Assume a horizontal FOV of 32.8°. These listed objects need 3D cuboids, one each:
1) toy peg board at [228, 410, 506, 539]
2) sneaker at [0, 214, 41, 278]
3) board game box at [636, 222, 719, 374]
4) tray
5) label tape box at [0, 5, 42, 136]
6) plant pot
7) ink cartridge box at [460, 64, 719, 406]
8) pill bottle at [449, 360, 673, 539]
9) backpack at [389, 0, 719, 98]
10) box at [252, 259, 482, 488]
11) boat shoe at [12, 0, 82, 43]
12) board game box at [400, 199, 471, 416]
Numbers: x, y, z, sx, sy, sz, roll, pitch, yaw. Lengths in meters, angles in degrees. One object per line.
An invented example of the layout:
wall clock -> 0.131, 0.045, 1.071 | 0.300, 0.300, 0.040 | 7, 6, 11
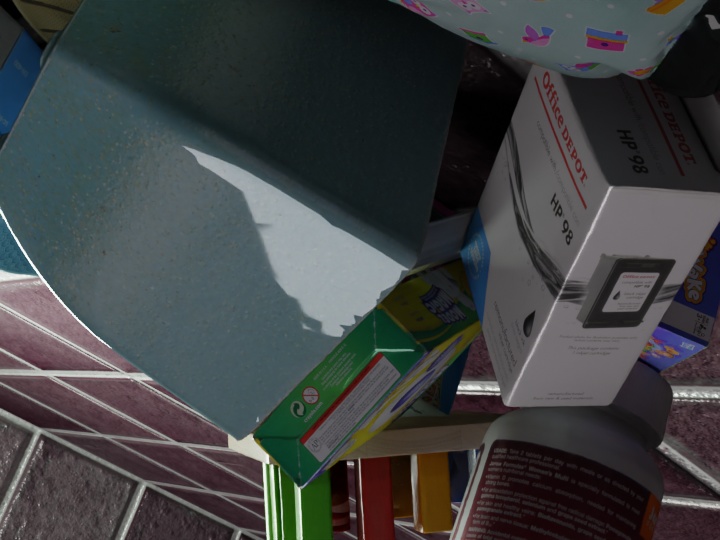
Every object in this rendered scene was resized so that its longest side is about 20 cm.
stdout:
toy peg board -> 0.014, 0.161, 0.906 | 0.197, 0.099, 0.200 | -2, 176, -14
sneaker -> -0.257, -0.048, 0.957 | 0.130, 0.080, 0.200 | 39, -179, 24
board game box -> 0.167, 0.003, 0.758 | 0.044, 0.136, 0.200 | 22, 160, -4
tray -> 0.071, -0.024, 0.763 | 0.198, 0.022, 0.107 | -19, 177, -26
label tape box -> -0.236, -0.121, 0.841 | 0.200, 0.063, 0.144 | 42, 171, 28
plant pot -> -0.085, -0.066, 0.676 | 0.199, 0.197, 0.196 | 30, 134, -15
ink cartridge box -> 0.117, -0.037, 0.617 | 0.066, 0.117, 0.201 | 2, 136, -15
pill bottle -> 0.109, 0.149, 0.696 | 0.109, 0.202, 0.110 | 19, 160, 7
backpack -> 0.076, -0.151, 0.472 | 0.198, 0.128, 0.167 | 24, 164, 2
box -> 0.021, 0.056, 0.755 | 0.048, 0.118, 0.200 | 44, -160, 8
boat shoe -> -0.157, -0.160, 0.768 | 0.074, 0.069, 0.201 | 22, 157, 28
board game box -> 0.000, 0.000, 0.903 | 0.199, 0.149, 0.064 | 33, 155, -31
